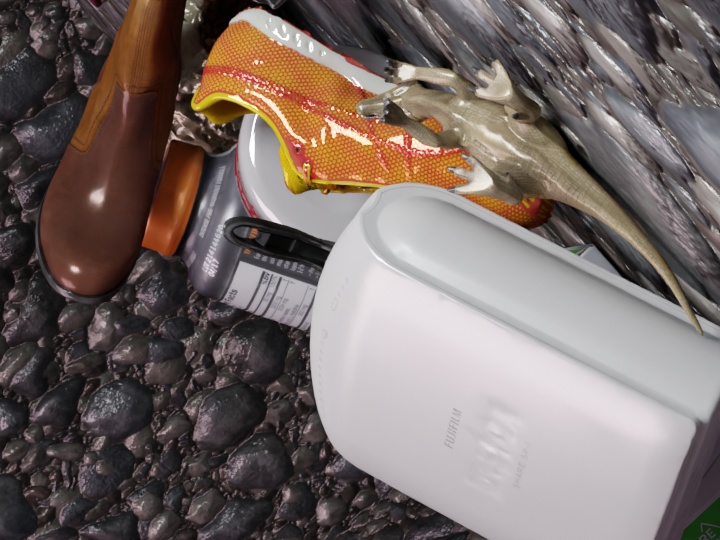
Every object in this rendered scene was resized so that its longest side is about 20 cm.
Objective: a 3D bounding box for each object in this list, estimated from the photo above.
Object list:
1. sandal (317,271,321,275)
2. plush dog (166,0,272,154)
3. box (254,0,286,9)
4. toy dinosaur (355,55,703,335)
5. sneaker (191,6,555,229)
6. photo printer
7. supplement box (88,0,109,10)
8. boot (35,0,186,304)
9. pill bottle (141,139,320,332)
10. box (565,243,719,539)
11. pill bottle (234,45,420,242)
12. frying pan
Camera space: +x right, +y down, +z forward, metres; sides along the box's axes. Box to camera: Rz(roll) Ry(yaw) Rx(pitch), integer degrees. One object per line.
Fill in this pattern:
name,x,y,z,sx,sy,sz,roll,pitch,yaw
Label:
sandal,0.083,0.016,1.449,0.211,0.070,0.078,25,166,8
plush dog,-0.105,-0.137,1.583,0.200,0.160,0.172,45,151,42
box,-0.108,-0.229,1.232,0.200,0.049,0.160,50,173,-19
toy dinosaur,0.073,-0.051,1.062,0.200,0.058,0.101,35,-173,29
sneaker,0.007,-0.061,1.209,0.199,0.077,0.073,27,178,23
photo printer,0.068,0.055,1.124,0.199,0.070,0.167,28,141,14
supplement box,-0.177,-0.230,1.421,0.109,0.061,0.200,48,175,4
boot,-0.128,-0.100,1.409,0.068,0.189,0.200,24,144,-3
pill bottle,-0.038,-0.019,1.525,0.199,0.107,0.106,19,180,-8
box,0.129,0.082,1.293,0.177,0.097,0.200,49,177,-1
pill bottle,-0.016,-0.062,1.373,0.112,0.112,0.200,48,176,-1
frying pan,0.011,-0.013,1.254,0.031,0.115,0.190,34,170,36
